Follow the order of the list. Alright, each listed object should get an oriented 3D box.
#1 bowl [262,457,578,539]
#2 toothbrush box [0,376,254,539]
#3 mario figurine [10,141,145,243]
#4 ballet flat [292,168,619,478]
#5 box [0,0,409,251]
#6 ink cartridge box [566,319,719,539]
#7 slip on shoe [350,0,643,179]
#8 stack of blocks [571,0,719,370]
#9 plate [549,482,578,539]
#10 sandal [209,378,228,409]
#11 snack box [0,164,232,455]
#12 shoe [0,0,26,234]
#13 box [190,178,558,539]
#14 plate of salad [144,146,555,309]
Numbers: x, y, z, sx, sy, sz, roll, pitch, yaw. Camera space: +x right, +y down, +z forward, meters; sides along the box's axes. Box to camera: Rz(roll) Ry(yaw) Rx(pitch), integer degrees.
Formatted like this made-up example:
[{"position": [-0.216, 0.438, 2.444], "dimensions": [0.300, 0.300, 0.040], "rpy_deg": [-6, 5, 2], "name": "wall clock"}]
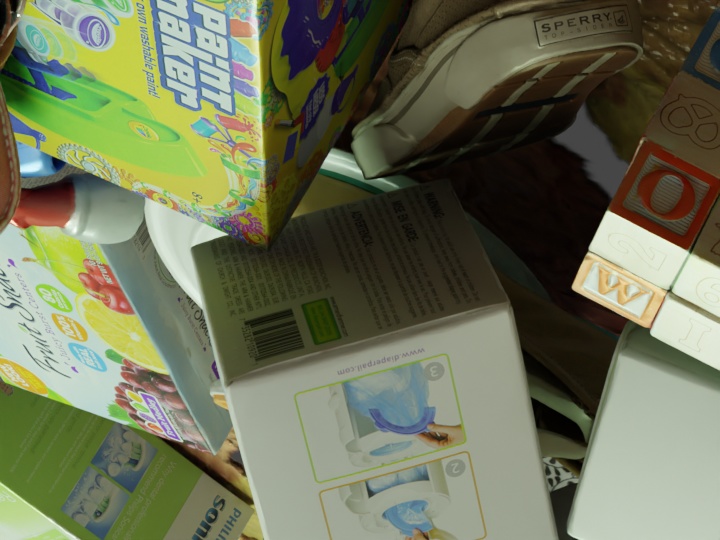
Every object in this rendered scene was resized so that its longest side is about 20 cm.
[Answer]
[{"position": [0.026, 0.143, 1.040], "dimensions": [0.201, 0.201, 0.094], "rpy_deg": [41, 161, -21], "name": "bowl"}, {"position": [-0.187, 0.127, 1.420], "dimensions": [0.200, 0.086, 0.146], "rpy_deg": [38, 153, -18], "name": "toothbrush box"}, {"position": [-0.152, -0.072, 0.984], "dimensions": [0.200, 0.123, 0.106], "rpy_deg": [-13, 162, 16], "name": "mario figurine"}, {"position": [0.038, 0.026, 0.939], "dimensions": [0.200, 0.063, 0.069], "rpy_deg": [28, 149, -18], "name": "ballet flat"}, {"position": [-0.089, -0.137, 0.808], "dimensions": [0.193, 0.122, 0.200], "rpy_deg": [23, 153, 12], "name": "box"}, {"position": [0.192, 0.073, 0.843], "dimensions": [0.200, 0.147, 0.083], "rpy_deg": [23, 114, 18], "name": "ink cartridge box"}, {"position": [0.042, -0.080, 0.849], "dimensions": [0.200, 0.076, 0.061], "rpy_deg": [139, 118, -74], "name": "slip on shoe"}, {"position": [0.184, -0.005, 0.762], "dimensions": [0.200, 0.115, 0.059], "rpy_deg": [27, 154, 6], "name": "stack of blocks"}, {"position": [0.196, 0.123, 0.881], "dimensions": [0.200, 0.200, 0.032], "rpy_deg": [44, 127, 47], "name": "plate"}, {"position": [0.019, 0.103, 1.132], "dimensions": [0.207, 0.059, 0.079], "rpy_deg": [18, 173, -14], "name": "sandal"}, {"position": [-0.148, 0.005, 1.197], "dimensions": [0.142, 0.053, 0.200], "rpy_deg": [18, 151, 27], "name": "snack box"}, {"position": [-0.143, -0.068, 0.764], "dimensions": [0.091, 0.071, 0.200], "rpy_deg": [18, 148, 36], "name": "shoe"}, {"position": [0.013, 0.086, 0.873], "dimensions": [0.113, 0.101, 0.200], "rpy_deg": [-111, 7, -62], "name": "box"}, {"position": [0.000, 0.000, 1.036], "dimensions": [0.200, 0.048, 0.200], "rpy_deg": [20, 150, 12], "name": "plate of salad"}]
